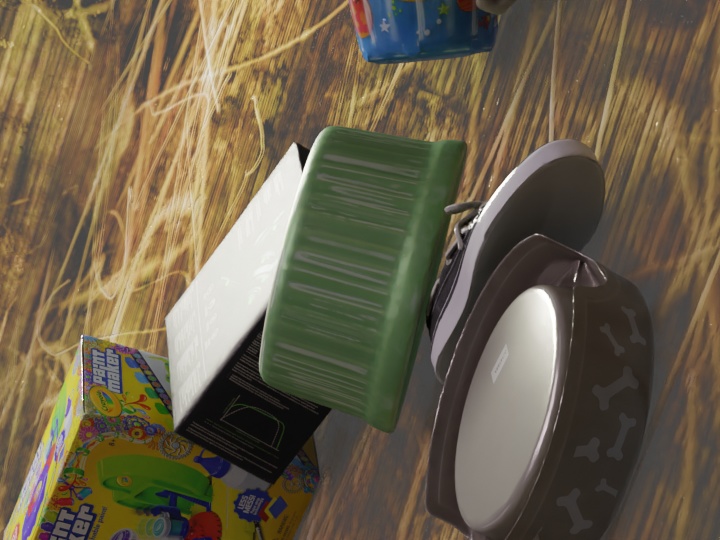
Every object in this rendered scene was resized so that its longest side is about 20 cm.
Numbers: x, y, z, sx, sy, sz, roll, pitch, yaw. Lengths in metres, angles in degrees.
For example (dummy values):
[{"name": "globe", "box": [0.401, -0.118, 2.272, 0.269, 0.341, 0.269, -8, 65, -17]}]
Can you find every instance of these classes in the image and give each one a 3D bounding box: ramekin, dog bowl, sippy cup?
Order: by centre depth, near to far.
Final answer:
[{"name": "dog bowl", "box": [0.101, 0.082, 1.399, 0.200, 0.059, 0.201, -163, 90, -74]}, {"name": "ramekin", "box": [0.000, 0.000, 1.652, 0.200, 0.097, 0.201, 15, -90, -87]}, {"name": "sippy cup", "box": [0.043, -0.214, 1.758, 0.139, 0.178, 0.131, 0, 97, 53]}]

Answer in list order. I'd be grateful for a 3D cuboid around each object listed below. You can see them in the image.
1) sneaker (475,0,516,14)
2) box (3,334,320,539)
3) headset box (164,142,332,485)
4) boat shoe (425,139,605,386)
[{"name": "sneaker", "box": [0.123, -0.227, 1.620, 0.200, 0.075, 0.090, 131, 155, -75]}, {"name": "box", "box": [-0.160, 0.185, 1.944, 0.122, 0.192, 0.200, -102, 32, -60]}, {"name": "headset box", "box": [-0.053, 0.024, 1.859, 0.200, 0.093, 0.174, -53, 22, 18]}, {"name": "boat shoe", "box": [0.088, -0.016, 1.516, 0.200, 0.073, 0.068, 109, 153, -43]}]
